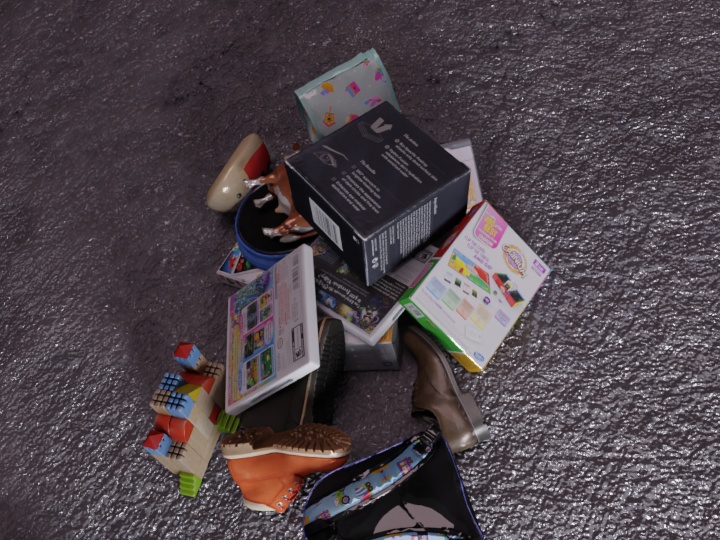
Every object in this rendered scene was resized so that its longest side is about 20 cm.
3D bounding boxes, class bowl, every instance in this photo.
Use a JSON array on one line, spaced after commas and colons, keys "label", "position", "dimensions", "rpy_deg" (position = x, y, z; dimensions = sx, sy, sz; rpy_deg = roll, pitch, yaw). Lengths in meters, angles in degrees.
[{"label": "bowl", "position": [-0.124, -0.089, 1.191], "dimensions": [0.198, 0.040, 0.202], "rpy_deg": [-7, 53, 9]}]

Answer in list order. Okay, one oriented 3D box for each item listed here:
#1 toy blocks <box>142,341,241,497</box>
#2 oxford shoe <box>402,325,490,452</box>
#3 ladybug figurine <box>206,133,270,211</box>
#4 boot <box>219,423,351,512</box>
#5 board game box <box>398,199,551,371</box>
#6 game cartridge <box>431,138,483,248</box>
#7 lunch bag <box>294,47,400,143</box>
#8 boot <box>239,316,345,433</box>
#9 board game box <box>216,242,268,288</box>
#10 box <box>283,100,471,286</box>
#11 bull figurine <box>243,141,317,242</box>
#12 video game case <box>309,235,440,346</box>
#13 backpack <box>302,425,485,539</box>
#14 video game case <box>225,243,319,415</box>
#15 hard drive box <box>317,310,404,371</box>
[{"label": "toy blocks", "position": [-0.247, 0.200, 0.991], "dimensions": [0.099, 0.137, 0.202], "rpy_deg": [6, 56, 20]}, {"label": "oxford shoe", "position": [0.097, 0.161, 0.961], "dimensions": [0.084, 0.073, 0.201], "rpy_deg": [-26, 51, -2]}, {"label": "ladybug figurine", "position": [-0.221, -0.178, 1.287], "dimensions": [0.072, 0.136, 0.201], "rpy_deg": [33, 41, -13]}, {"label": "boot", "position": [-0.089, 0.263, 0.906], "dimensions": [0.198, 0.075, 0.109], "rpy_deg": [-12, 93, 32]}, {"label": "board game box", "position": [0.171, 0.022, 1.006], "dimensions": [0.153, 0.040, 0.200], "rpy_deg": [44, 68, -9]}, {"label": "game cartridge", "position": [0.135, -0.108, 1.124], "dimensions": [0.131, 0.042, 0.202], "rpy_deg": [-11, 77, 4]}, {"label": "lunch bag", "position": [-0.017, -0.278, 1.238], "dimensions": [0.169, 0.201, 0.122], "rpy_deg": [-28, 42, -5]}, {"label": "boot", "position": [-0.104, 0.156, 0.980], "dimensions": [0.137, 0.077, 0.203], "rpy_deg": [11, 87, 29]}, {"label": "board game box", "position": [-0.149, -0.049, 1.216], "dimensions": [0.125, 0.035, 0.201], "rpy_deg": [16, 60, 25]}, {"label": "box", "position": [0.026, -0.119, 1.027], "dimensions": [0.199, 0.118, 0.197], "rpy_deg": [-33, 58, -18]}, {"label": "bull figurine", "position": [-0.122, -0.129, 1.155], "dimensions": [0.120, 0.065, 0.201], "rpy_deg": [-24, 51, -2]}, {"label": "video game case", "position": [0.000, 0.000, 1.046], "dimensions": [0.199, 0.023, 0.182], "rpy_deg": [29, 65, 32]}, {"label": "backpack", "position": [0.039, 0.312, 0.823], "dimensions": [0.198, 0.135, 0.184], "rpy_deg": [-21, 51, 0]}, {"label": "video game case", "position": [-0.132, 0.085, 1.001], "dimensions": [0.181, 0.024, 0.202], "rpy_deg": [-33, 47, 31]}, {"label": "hard drive box", "position": [-0.035, 0.071, 1.065], "dimensions": [0.197, 0.077, 0.157], "rpy_deg": [-4, 52, 14]}]
